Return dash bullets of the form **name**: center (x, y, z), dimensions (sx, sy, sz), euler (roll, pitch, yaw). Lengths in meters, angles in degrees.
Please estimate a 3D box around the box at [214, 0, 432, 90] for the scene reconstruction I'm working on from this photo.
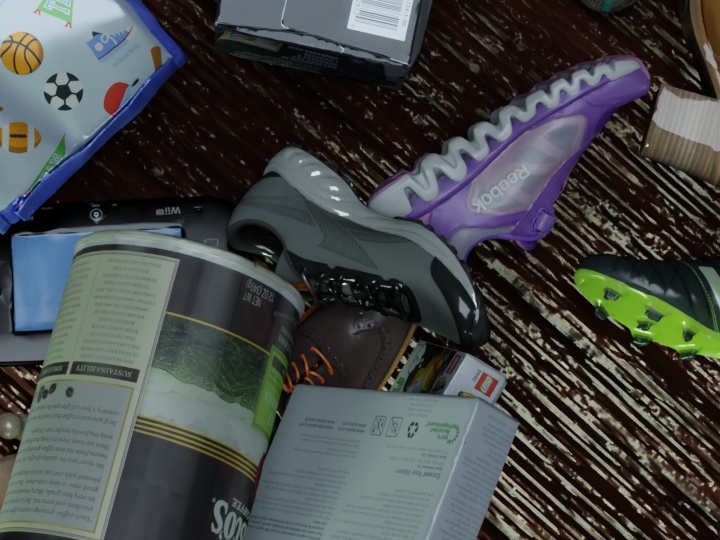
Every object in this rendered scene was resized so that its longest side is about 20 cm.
- **box**: center (-0.011, -0.229, 1.490), dimensions (0.131, 0.115, 0.201), euler (12, 87, -3)

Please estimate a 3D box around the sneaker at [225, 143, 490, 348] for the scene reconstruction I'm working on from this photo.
- **sneaker**: center (0.000, 0.000, 1.459), dimensions (0.200, 0.074, 0.079), euler (31, 64, 32)

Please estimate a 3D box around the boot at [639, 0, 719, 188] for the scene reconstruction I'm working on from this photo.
- **boot**: center (0.278, -0.143, 1.510), dimensions (0.154, 0.077, 0.201), euler (15, 88, 1)

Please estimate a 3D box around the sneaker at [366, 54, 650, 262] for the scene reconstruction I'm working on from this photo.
- **sneaker**: center (0.106, -0.063, 1.504), dimensions (0.200, 0.080, 0.089), euler (-33, 93, 2)

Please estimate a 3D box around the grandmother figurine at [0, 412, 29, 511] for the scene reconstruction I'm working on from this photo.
- **grandmother figurine**: center (-0.210, 0.137, 1.440), dimensions (0.061, 0.200, 0.122), euler (41, 129, 19)

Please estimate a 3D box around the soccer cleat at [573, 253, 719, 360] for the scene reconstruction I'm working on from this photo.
- **soccer cleat**: center (0.236, 0.018, 1.512), dimensions (0.199, 0.068, 0.081), euler (19, 68, -2)

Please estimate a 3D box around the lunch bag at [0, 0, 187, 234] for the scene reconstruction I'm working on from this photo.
- **lunch bag**: center (-0.232, -0.145, 1.473), dimensions (0.170, 0.124, 0.200), euler (-44, 81, -5)

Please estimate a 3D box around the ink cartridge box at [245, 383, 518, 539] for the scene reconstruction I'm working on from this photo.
- **ink cartridge box**: center (-0.011, 0.165, 1.356), dimensions (0.041, 0.199, 0.201), euler (32, 74, -29)

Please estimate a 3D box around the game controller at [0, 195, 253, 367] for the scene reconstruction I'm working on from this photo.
- **game controller**: center (-0.167, 0.007, 1.504), dimensions (0.199, 0.042, 0.105), euler (-3, 86, -3)

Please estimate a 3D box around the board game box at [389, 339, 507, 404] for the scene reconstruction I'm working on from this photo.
- **board game box**: center (0.013, 0.139, 1.457), dimensions (0.035, 0.126, 0.201), euler (32, 85, -11)

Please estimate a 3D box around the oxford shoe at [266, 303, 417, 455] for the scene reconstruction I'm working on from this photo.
- **oxford shoe**: center (-0.034, 0.075, 1.487), dimensions (0.071, 0.073, 0.200), euler (43, 85, 2)

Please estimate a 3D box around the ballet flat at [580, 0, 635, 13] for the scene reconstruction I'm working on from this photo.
- **ballet flat**: center (0.169, -0.269, 1.517), dimensions (0.067, 0.075, 0.201), euler (4, 86, -1)

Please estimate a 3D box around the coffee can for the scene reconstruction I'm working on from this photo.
- **coffee can**: center (-0.126, 0.096, 1.384), dimensions (0.145, 0.146, 0.201), euler (14, 72, -1)
